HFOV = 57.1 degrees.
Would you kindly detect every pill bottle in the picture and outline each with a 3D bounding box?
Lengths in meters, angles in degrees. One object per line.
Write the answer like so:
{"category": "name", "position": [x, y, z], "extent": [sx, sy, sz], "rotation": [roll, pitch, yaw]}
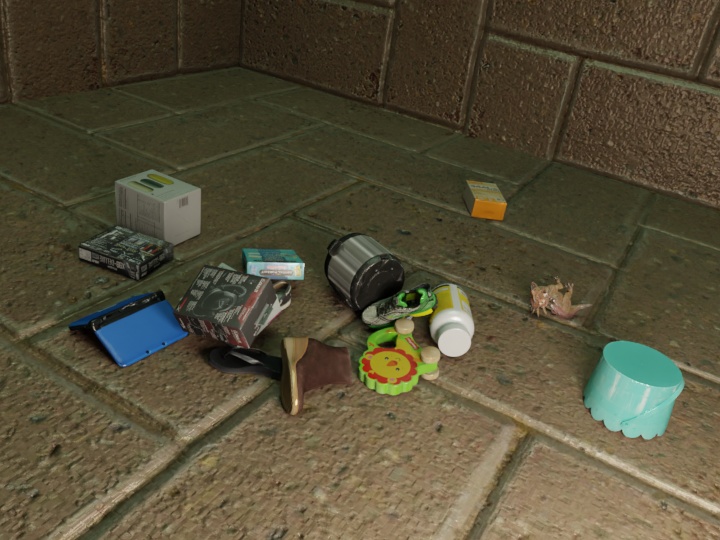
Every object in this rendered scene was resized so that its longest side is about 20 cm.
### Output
{"category": "pill bottle", "position": [0.228, 0.126, 1.672], "extent": [0.111, 0.113, 0.201], "rotation": [8, 28, -2]}

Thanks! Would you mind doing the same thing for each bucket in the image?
{"category": "bucket", "position": [0.623, 0.266, 1.509], "extent": [0.204, 0.136, 0.208], "rotation": [7, 28, -4]}

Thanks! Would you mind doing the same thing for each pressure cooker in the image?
{"category": "pressure cooker", "position": [0.002, -0.002, 1.768], "extent": [0.177, 0.178, 0.200], "rotation": [-17, 37, -29]}

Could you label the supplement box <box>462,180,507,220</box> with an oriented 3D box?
{"category": "supplement box", "position": [0.470, -0.270, 2.517], "extent": [0.124, 0.074, 0.201], "rotation": [6, 28, -6]}

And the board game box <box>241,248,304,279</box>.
{"category": "board game box", "position": [-0.243, -0.019, 1.809], "extent": [0.149, 0.048, 0.200], "rotation": [1, 12, -14]}

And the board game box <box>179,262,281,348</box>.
{"category": "board game box", "position": [-0.311, 0.084, 1.584], "extent": [0.199, 0.065, 0.148], "rotation": [28, 58, 31]}

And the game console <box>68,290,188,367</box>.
{"category": "game console", "position": [-0.532, 0.136, 1.526], "extent": [0.169, 0.120, 0.199], "rotation": [-10, 12, 40]}

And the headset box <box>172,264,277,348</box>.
{"category": "headset box", "position": [-0.294, 0.080, 1.490], "extent": [0.198, 0.078, 0.150], "rotation": [11, 52, 19]}

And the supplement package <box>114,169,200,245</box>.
{"category": "supplement package", "position": [-0.596, -0.184, 1.952], "extent": [0.198, 0.152, 0.152], "rotation": [22, 31, 23]}

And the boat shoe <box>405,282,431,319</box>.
{"category": "boat shoe", "position": [0.127, 0.087, 1.757], "extent": [0.071, 0.068, 0.199], "rotation": [28, 36, 32]}

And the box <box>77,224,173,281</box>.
{"category": "box", "position": [-0.638, -0.052, 1.805], "extent": [0.198, 0.050, 0.158], "rotation": [17, 29, 14]}

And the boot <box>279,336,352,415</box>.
{"category": "boot", "position": [-0.089, 0.230, 1.434], "extent": [0.165, 0.073, 0.201], "rotation": [14, 42, -23]}

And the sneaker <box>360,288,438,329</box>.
{"category": "sneaker", "position": [0.088, 0.085, 1.650], "extent": [0.198, 0.085, 0.079], "rotation": [-22, 61, 18]}

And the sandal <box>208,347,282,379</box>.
{"category": "sandal", "position": [-0.238, 0.197, 1.475], "extent": [0.198, 0.043, 0.076], "rotation": [8, 28, -2]}

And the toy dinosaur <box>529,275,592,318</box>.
{"category": "toy dinosaur", "position": [0.553, 0.092, 1.876], "extent": [0.198, 0.086, 0.136], "rotation": [27, 40, -1]}

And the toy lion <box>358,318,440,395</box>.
{"category": "toy lion", "position": [0.076, 0.207, 1.543], "extent": [0.190, 0.069, 0.200], "rotation": [-13, 34, -22]}

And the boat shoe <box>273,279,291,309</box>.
{"category": "boat shoe", "position": [-0.236, 0.085, 1.662], "extent": [0.073, 0.061, 0.200], "rotation": [23, 31, 21]}
